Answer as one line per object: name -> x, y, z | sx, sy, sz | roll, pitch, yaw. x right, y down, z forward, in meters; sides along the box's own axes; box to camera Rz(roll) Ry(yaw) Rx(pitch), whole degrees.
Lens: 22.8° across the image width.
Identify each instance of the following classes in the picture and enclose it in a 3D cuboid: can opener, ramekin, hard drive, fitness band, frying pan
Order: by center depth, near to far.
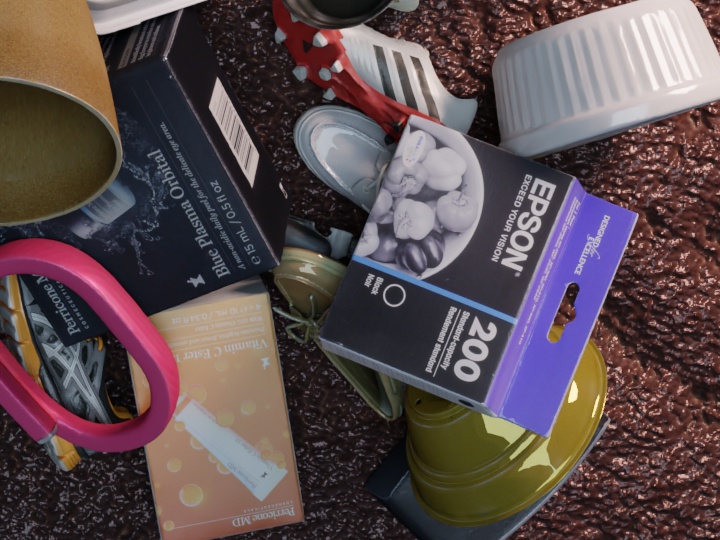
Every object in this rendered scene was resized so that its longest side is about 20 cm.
fitness band -> -0.231, 0.064, 1.402 | 0.143, 0.037, 0.200 | -27, 114, 26
frying pan -> -0.040, -0.261, 1.444 | 0.190, 0.031, 0.115 | 33, 85, 25
ramekin -> 0.200, -0.159, 1.466 | 0.201, 0.202, 0.095 | -16, 90, -6
can opener -> 0.000, 0.000, 1.506 | 0.199, 0.066, 0.053 | 17, 101, 3
hard drive -> 0.117, 0.165, 1.582 | 0.200, 0.042, 0.135 | -44, 103, 1

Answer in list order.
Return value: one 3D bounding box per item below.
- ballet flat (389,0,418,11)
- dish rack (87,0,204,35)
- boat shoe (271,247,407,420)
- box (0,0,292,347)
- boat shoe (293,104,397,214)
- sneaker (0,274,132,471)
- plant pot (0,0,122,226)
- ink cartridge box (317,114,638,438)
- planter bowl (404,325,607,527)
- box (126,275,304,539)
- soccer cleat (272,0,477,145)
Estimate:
ballet flat -> 0.052, -0.253, 1.486 | 0.199, 0.074, 0.075 | -22, 103, -3
dish rack -> -0.171, -0.276, 1.384 | 0.199, 0.044, 0.172 | -23, 63, -28
boat shoe -> -0.010, 0.052, 1.491 | 0.200, 0.073, 0.063 | 43, 62, -36
box -> -0.185, -0.074, 1.406 | 0.199, 0.118, 0.197 | -20, 118, 15
boat shoe -> 0.029, -0.067, 1.513 | 0.200, 0.069, 0.072 | 43, 91, -14
sneaker -> -0.253, 0.064, 1.495 | 0.077, 0.078, 0.201 | -22, 107, -17
plant pot -> -0.263, -0.162, 1.258 | 0.185, 0.187, 0.201 | 0, 60, -9
ink cartridge box -> 0.093, 0.004, 1.411 | 0.199, 0.043, 0.199 | 21, 82, 9
planter bowl -> 0.098, 0.104, 1.475 | 0.200, 0.200, 0.083 | -44, 121, 1
box -> -0.126, 0.115, 1.506 | 0.124, 0.097, 0.201 | -11, 102, -7
soccer cleat -> 0.012, -0.172, 1.498 | 0.200, 0.069, 0.085 | 41, 56, 1
